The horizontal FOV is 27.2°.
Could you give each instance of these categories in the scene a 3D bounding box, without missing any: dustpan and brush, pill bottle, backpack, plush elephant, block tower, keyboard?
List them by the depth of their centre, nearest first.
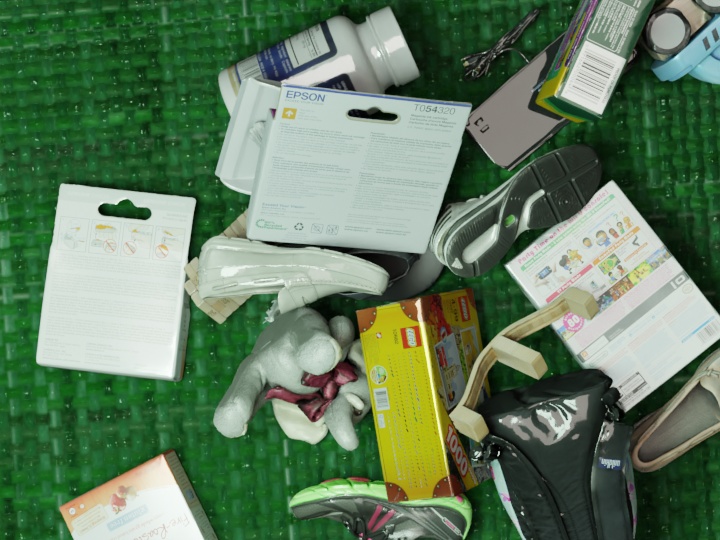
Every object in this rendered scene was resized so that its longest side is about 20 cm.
[{"bbox_3d":[0.216,0.212,1.541,0.165,0.127,0.202,-16,103,14],"label":"backpack"},{"bbox_3d":[-0.037,-0.123,1.542,0.198,0.058,0.140,2,134,-22],"label":"dustpan and brush"},{"bbox_3d":[-0.044,0.122,1.575,0.164,0.200,0.155,-39,109,18],"label":"plush elephant"},{"bbox_3d":[-0.041,-0.202,1.588,0.198,0.111,0.112,-24,88,6],"label":"pill bottle"},{"bbox_3d":[0.190,-0.214,1.610,0.200,0.021,0.127,-40,92,4],"label":"keyboard"},{"bbox_3d":[-0.103,-0.035,1.613,0.200,0.058,0.054,-41,57,3],"label":"block tower"}]

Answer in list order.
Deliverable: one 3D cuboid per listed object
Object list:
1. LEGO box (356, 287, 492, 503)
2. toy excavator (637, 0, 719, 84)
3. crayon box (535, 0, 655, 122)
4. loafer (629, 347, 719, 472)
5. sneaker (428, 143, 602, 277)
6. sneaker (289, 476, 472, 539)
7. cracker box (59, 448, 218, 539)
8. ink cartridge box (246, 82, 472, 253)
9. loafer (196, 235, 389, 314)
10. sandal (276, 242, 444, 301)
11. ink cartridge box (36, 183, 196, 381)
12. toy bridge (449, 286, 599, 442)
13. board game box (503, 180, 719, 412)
[{"bbox_3d":[0.074,0.127,1.550,0.076,0.149,0.202,-10,89,26],"label":"LEGO box"},{"bbox_3d":[0.410,-0.239,1.559,0.194,0.100,0.200,-41,99,6],"label":"toy excavator"},{"bbox_3d":[0.250,-0.253,1.508,0.058,0.173,0.202,24,94,0],"label":"crayon box"},{"bbox_3d":[0.362,0.144,1.569,0.200,0.063,0.072,-41,85,5],"label":"loafer"},{"bbox_3d":[0.152,-0.076,1.571,0.200,0.115,0.076,-34,113,-9],"label":"sneaker"},{"bbox_3d":[0.019,0.268,1.599,0.198,0.077,0.085,6,87,7],"label":"sneaker"},{"bbox_3d":[-0.224,0.317,1.633,0.133,0.058,0.201,-27,88,6],"label":"cracker box"},{"bbox_3d":[-0.005,-0.108,1.505,0.194,0.044,0.201,5,130,-14],"label":"ink cartridge box"},{"bbox_3d":[-0.070,0.012,1.535,0.198,0.070,0.071,6,80,6],"label":"loafer"},{"bbox_3d":[0.000,0.001,1.594,0.198,0.043,0.077,-7,100,-13],"label":"sandal"},{"bbox_3d":[-0.267,0.014,1.651,0.160,0.050,0.202,6,82,6],"label":"ink cartridge box"},{"bbox_3d":[0.160,0.087,1.517,0.200,0.067,0.027,-45,127,-19],"label":"toy bridge"},{"bbox_3d":[0.269,0.028,1.580,0.147,0.064,0.201,-38,88,4],"label":"board game box"}]
